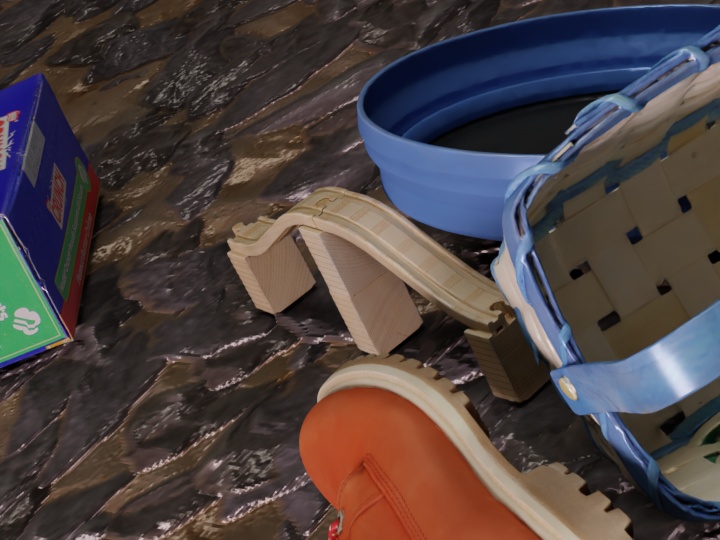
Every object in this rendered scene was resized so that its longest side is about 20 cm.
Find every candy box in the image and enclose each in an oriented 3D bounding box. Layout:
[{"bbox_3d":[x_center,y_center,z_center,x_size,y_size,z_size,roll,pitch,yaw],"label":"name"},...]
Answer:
[{"bbox_3d":[-0.234,0.001,1.143,0.200,0.077,0.169,-23,25,11],"label":"candy box"}]

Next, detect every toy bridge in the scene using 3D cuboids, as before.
[{"bbox_3d":[0.000,0.000,0.934,0.027,0.067,0.200,-38,28,-21],"label":"toy bridge"}]

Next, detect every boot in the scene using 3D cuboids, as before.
[{"bbox_3d":[0.012,0.095,0.746,0.107,0.075,0.200,-38,28,-10],"label":"boot"}]

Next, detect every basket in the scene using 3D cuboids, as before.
[{"bbox_3d":[0.134,-0.009,0.716,0.176,0.139,0.200,-32,-4,-10],"label":"basket"}]

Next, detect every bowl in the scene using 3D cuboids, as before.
[{"bbox_3d":[0.099,-0.059,0.919,0.200,0.039,0.201,-6,21,2],"label":"bowl"}]
